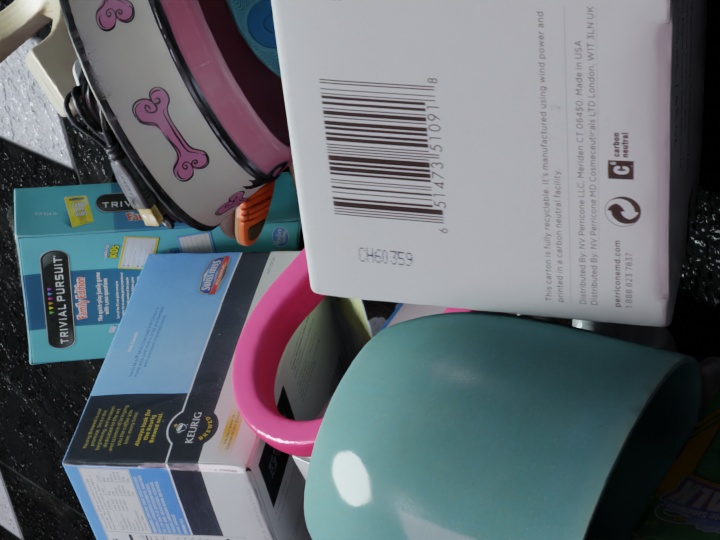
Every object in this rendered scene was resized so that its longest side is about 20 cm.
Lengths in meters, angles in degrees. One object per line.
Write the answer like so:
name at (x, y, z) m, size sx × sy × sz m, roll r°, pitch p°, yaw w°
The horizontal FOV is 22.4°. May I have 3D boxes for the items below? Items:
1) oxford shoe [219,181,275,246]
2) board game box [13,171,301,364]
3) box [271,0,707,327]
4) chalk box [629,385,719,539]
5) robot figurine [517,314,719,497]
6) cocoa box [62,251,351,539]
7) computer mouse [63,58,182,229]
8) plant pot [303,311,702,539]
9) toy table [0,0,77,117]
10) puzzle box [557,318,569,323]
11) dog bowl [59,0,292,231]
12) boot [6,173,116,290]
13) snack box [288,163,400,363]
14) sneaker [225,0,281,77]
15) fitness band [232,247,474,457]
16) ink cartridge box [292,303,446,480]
oxford shoe at (-0.100, -0.116, 1.228) m, size 0.072 × 0.071 × 0.202 m, roll -3°, pitch 100°, yaw 17°
board game box at (-0.146, -0.001, 1.319) m, size 0.152 × 0.198 × 0.047 m, roll 97°, pitch 166°, yaw -51°
box at (0.072, -0.093, 0.931) m, size 0.198 × 0.131 × 0.200 m, roll 5°, pitch 129°, yaw 15°
chalk box at (0.220, 0.161, 0.942) m, size 0.124 × 0.200 × 0.125 m, roll 7°, pitch 124°, yaw 30°
robot figurine at (0.154, 0.109, 1.087) m, size 0.168 × 0.113 × 0.201 m, roll -19°, pitch 106°, yaw 22°
cocoa box at (-0.096, 0.100, 1.220) m, size 0.130 × 0.201 × 0.134 m, roll -1°, pitch 133°, yaw 16°
computer mouse at (-0.147, -0.101, 1.149) m, size 0.110 × 0.044 × 0.200 m, roll 55°, pitch -176°, yaw -24°
plant pot at (0.067, 0.112, 0.950) m, size 0.160 × 0.201 × 0.202 m, roll 21°, pitch 136°, yaw 21°
toy table at (-0.214, -0.209, 1.298) m, size 0.200 × 0.117 × 0.184 m, roll 48°, pitch 147°, yaw 14°
puzzle box at (0.074, -0.007, 1.175) m, size 0.132 × 0.025 × 0.201 m, roll 3°, pitch 121°, yaw 52°
dog bowl at (-0.102, -0.130, 1.090) m, size 0.201 × 0.073 × 0.201 m, roll 61°, pitch -168°, yaw -23°
boot at (-0.186, -0.053, 1.348) m, size 0.212 × 0.156 × 0.080 m, roll 95°, pitch 171°, yaw -46°
snack box at (0.000, 0.000, 1.232) m, size 0.116 × 0.037 × 0.202 m, roll -131°, pitch 22°, yaw -62°
sneaker at (-0.054, -0.215, 1.093) m, size 0.079 × 0.131 × 0.201 m, roll -22°, pitch 113°, yaw 14°
fitness band at (0.007, 0.027, 1.096) m, size 0.144 × 0.200 × 0.037 m, roll 44°, pitch 179°, yaw 43°
ink cartridge box at (0.056, 0.134, 1.167) m, size 0.085 × 0.147 × 0.201 m, roll 15°, pitch 146°, yaw 38°
